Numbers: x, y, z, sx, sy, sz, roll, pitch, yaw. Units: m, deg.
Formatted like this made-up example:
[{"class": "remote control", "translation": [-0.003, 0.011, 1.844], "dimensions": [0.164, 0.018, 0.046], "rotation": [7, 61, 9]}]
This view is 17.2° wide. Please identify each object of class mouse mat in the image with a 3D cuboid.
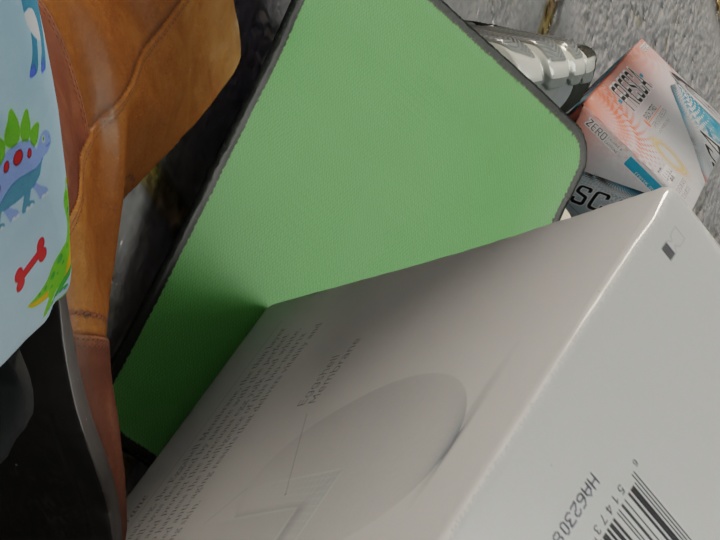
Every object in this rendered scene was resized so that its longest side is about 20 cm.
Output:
[{"class": "mouse mat", "translation": [0.000, 0.000, 0.844], "dimensions": [0.161, 0.008, 0.200], "rotation": [38, 71, -40]}]

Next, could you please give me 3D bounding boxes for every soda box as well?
[{"class": "soda box", "translation": [0.119, -0.050, 1.096], "dimensions": [0.064, 0.068, 0.200], "rotation": [-45, 180, 20]}]

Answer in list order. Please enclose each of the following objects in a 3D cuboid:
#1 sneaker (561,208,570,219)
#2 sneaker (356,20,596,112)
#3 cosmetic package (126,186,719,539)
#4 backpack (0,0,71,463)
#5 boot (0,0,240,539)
[{"class": "sneaker", "translation": [0.080, 0.057, 0.918], "dimensions": [0.084, 0.075, 0.200], "rotation": [33, 36, -28]}, {"class": "sneaker", "translation": [0.024, -0.039, 0.946], "dimensions": [0.200, 0.075, 0.116], "rotation": [-10, 111, -57]}, {"class": "cosmetic package", "translation": [0.015, 0.101, 0.704], "dimensions": [0.123, 0.200, 0.199], "rotation": [50, 55, -20]}, {"class": "backpack", "translation": [-0.133, -0.033, 0.482], "dimensions": [0.163, 0.154, 0.200], "rotation": [-37, 118, -52]}, {"class": "boot", "translation": [-0.083, -0.018, 0.717], "dimensions": [0.200, 0.068, 0.189], "rotation": [-66, 146, -52]}]
